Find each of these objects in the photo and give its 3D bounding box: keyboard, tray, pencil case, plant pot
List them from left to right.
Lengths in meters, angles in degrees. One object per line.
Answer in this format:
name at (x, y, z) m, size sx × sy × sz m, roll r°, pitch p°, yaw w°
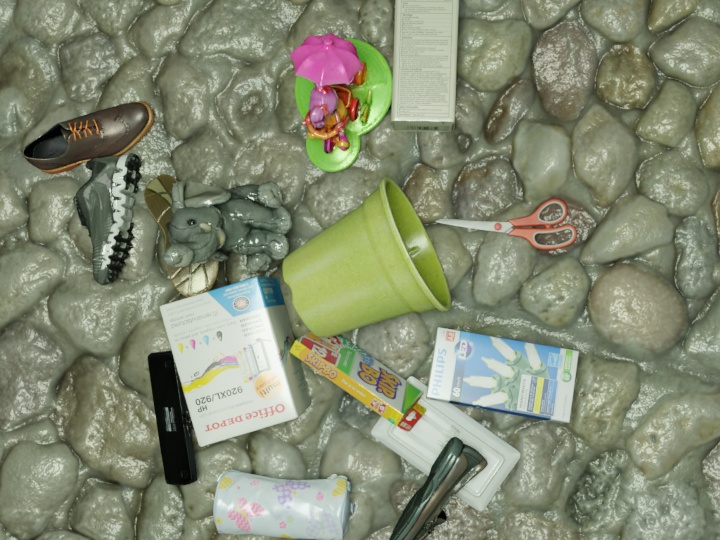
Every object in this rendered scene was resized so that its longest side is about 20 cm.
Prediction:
keyboard at (-0.263, 0.217, 1.234) m, size 0.104 × 0.040 × 0.200 m, roll -9°, pitch 90°, yaw 43°
pencil case at (-0.111, 0.338, 1.201) m, size 0.200 × 0.083 × 0.091 m, roll 1°, pitch 85°, yaw 5°
plant pot at (0.000, 0.000, 1.159) m, size 0.184 × 0.200 × 0.201 m, roll -25°, pitch 87°, yaw 15°
tray at (0.124, 0.254, 1.214) m, size 0.200 × 0.022 × 0.107 m, roll 35°, pitch 91°, yaw 5°

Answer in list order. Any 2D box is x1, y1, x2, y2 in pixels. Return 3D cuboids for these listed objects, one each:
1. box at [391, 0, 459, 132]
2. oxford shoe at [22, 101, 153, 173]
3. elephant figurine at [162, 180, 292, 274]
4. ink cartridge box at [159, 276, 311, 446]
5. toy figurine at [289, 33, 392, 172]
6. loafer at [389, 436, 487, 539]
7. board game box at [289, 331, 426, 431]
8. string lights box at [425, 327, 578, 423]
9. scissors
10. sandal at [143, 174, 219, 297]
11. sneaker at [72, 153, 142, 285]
box at (0.094, -0.306, 1.201) m, size 0.095 × 0.078 × 0.200 m, roll 3°, pitch 89°, yaw 5°
oxford shoe at (-0.405, -0.199, 1.242) m, size 0.200 × 0.073 × 0.071 m, roll -25°, pitch 86°, yaw 3°
elephant figurine at (-0.205, -0.062, 1.132) m, size 0.200 × 0.155 × 0.142 m, roll -7°, pitch 78°, yaw -35°
ink cartridge box at (-0.171, 0.125, 1.179) m, size 0.147 × 0.145 × 0.200 m, roll -17°, pitch 87°, yaw 4°
toy figurine at (-0.046, -0.245, 1.154) m, size 0.150 × 0.184 × 0.200 m, roll 13°, pitch 92°, yaw 10°
loafer at (0.108, 0.332, 1.179) m, size 0.063 × 0.072 × 0.200 m, roll 29°, pitch 104°, yaw 0°
board game box at (0.003, 0.149, 1.177) m, size 0.200 × 0.096 × 0.030 m, roll 36°, pitch 111°, yaw 11°
string lights box at (0.199, 0.150, 1.186) m, size 0.200 × 0.059 × 0.103 m, roll 9°, pitch 80°, yaw 4°
scissors at (0.214, -0.057, 1.218) m, size 0.200 × 0.014 × 0.073 m, roll -9°, pitch 90°, yaw 3°
sandal at (-0.262, -0.051, 1.242) m, size 0.080 × 0.054 × 0.200 m, roll -26°, pitch 72°, yaw -2°
sneaker at (-0.387, -0.079, 1.244) m, size 0.090 × 0.066 × 0.200 m, roll 7°, pitch 85°, yaw 8°
